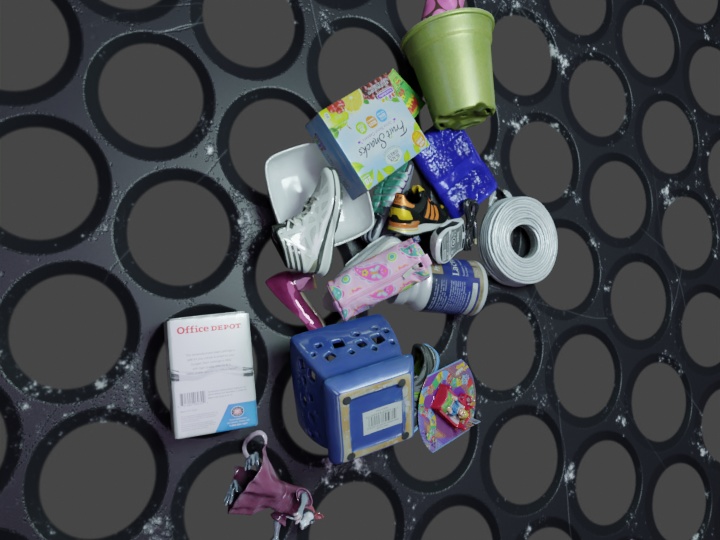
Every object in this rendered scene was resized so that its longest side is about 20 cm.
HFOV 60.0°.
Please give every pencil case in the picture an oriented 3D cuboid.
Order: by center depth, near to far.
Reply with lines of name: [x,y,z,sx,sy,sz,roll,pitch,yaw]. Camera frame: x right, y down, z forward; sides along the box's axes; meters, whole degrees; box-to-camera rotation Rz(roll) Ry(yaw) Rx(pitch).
pencil case: [0.036,0.016,1.166,0.197,0.087,0.089,-26,95,2]
pencil case: [0.190,-0.592,1.368,0.092,0.091,0.204,10,82,17]

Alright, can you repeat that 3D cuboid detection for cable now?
cable: [0.356,-0.065,1.401,0.198,0.069,0.203,29,75,-18]

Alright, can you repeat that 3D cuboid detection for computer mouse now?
computer mouse: [0.187,-0.074,1.280,0.199,0.043,0.112,-29,124,-51]

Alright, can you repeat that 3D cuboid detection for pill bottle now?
pill bottle: [0.152,0.029,1.284,0.196,0.115,0.118,5,83,-22]

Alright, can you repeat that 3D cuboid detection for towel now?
towel: [0.207,-0.228,1.364,0.147,0.049,0.201,-39,100,-21]

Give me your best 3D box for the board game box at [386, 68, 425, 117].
board game box: [0.040,-0.309,1.303,0.101,0.047,0.201,41,72,-15]

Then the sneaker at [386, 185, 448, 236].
sneaker: [0.126,-0.130,1.265,0.199,0.069,0.092,-21,122,-51]

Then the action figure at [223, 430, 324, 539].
action figure: [-0.154,0.417,1.155,0.199,0.134,0.150,33,31,-29]

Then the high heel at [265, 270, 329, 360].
high heel: [-0.117,0.099,1.208,0.094,0.067,0.204,-13,90,-2]

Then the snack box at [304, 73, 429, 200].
snack box: [0.018,-0.260,1.206,0.199,0.067,0.170,-38,98,-32]

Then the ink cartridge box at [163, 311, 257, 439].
ink cartridge box: [-0.269,0.182,1.114,0.144,0.086,0.204,-4,86,-23]

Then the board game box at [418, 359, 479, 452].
board game box: [0.194,0.277,1.280,0.198,0.039,0.161,-14,101,-45]

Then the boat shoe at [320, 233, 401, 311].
boat shoe: [0.000,0.000,1.238,0.200,0.069,0.072,-45,115,10]

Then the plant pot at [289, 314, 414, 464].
plant pot: [-0.005,0.220,1.135,0.197,0.180,0.204,-13,115,-22]

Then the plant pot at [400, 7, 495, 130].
plant pot: [0.196,-0.398,1.284,0.197,0.200,0.188,-9,83,-22]

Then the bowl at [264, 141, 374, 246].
bowl: [-0.087,-0.141,1.222,0.197,0.074,0.203,-19,93,-23]

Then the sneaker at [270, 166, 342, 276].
sneaker: [-0.100,-0.097,1.134,0.113,0.075,0.205,9,85,-23]

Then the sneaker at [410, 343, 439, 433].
sneaker: [0.097,0.240,1.260,0.082,0.070,0.203,37,66,-41]

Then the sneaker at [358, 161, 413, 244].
sneaker: [0.068,-0.133,1.301,0.087,0.074,0.202,38,74,-39]
